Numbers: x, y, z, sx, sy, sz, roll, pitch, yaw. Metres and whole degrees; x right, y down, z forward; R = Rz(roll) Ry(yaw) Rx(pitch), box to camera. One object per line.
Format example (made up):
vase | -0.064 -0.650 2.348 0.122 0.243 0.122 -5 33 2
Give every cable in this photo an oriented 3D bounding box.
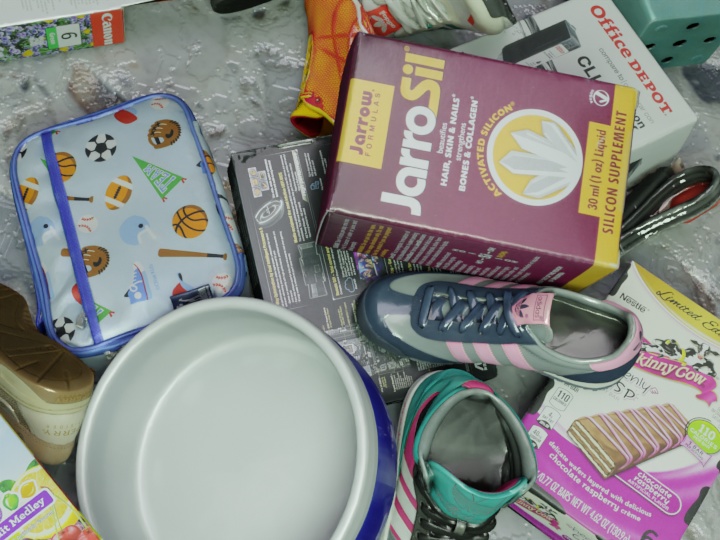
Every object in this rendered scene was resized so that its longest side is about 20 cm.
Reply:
cable | 0.214 -0.021 0.931 0.200 0.097 0.050 -44 113 -18

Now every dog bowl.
dog bowl | -0.078 0.123 0.778 0.198 0.079 0.202 -5 73 17

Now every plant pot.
plant pot | 0.250 -0.283 1.036 0.140 0.141 0.202 -9 73 -11

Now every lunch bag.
lunch bag | -0.171 -0.022 0.877 0.159 0.076 0.201 -17 66 -5

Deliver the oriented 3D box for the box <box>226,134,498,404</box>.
box | 0.000 0.000 0.881 0.159 0.044 0.202 -12 82 -13

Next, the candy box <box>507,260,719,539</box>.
candy box | 0.198 0.111 0.873 0.136 0.061 0.200 34 64 10

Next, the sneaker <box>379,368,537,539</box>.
sneaker | 0.063 0.160 0.780 0.083 0.121 0.202 6 78 -11

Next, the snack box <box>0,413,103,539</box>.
snack box | -0.238 0.134 0.742 0.067 0.169 0.200 -36 72 -23

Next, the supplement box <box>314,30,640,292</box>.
supplement box | 0.078 -0.071 0.829 0.198 0.103 0.132 10 78 -5

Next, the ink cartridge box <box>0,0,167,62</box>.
ink cartridge box | -0.239 -0.239 0.993 0.198 0.050 0.110 -12 66 -14

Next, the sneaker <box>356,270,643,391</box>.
sneaker | 0.097 0.030 0.822 0.198 0.082 0.071 8 70 -1

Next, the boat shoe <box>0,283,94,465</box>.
boat shoe | -0.252 0.061 0.814 0.071 0.065 0.200 -3 26 -41

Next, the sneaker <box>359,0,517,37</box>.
sneaker | 0.054 -0.212 0.965 0.093 0.071 0.200 -32 26 -1

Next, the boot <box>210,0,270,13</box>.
boot | -0.065 -0.319 1.013 0.202 0.073 0.155 -27 90 -23

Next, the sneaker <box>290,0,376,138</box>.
sneaker | -0.023 -0.153 0.965 0.076 0.073 0.202 -6 65 -15

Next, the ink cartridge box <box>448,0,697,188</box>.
ink cartridge box | 0.145 -0.120 0.966 0.199 0.084 0.145 -25 70 -18
